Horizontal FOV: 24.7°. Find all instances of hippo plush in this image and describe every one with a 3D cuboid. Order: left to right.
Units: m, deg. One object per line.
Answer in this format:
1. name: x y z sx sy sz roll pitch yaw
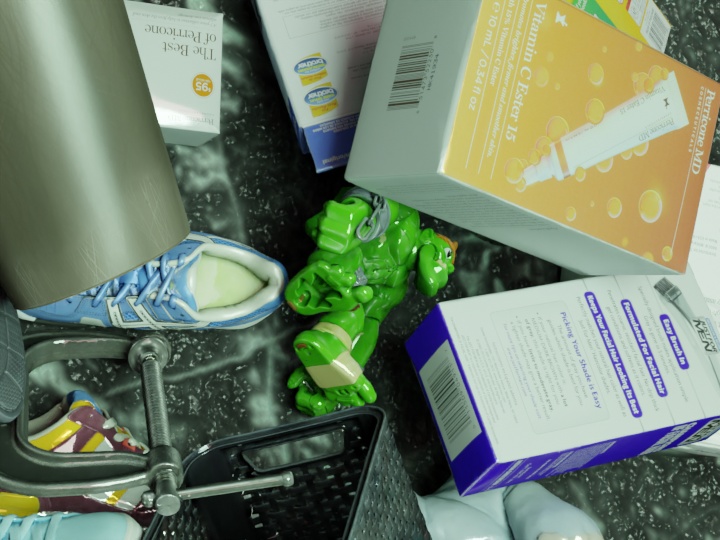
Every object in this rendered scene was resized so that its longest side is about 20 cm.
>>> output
1. hippo plush: 0.053 0.181 1.059 0.159 0.159 0.202 3 84 -24

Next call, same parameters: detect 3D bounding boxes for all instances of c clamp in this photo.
1. c clamp: -0.144 0.086 0.970 0.169 0.200 0.027 -7 120 -14

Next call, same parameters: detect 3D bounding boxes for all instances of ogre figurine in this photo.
1. ogre figurine: 0.000 0.000 1.058 0.120 0.097 0.201 -57 145 -36

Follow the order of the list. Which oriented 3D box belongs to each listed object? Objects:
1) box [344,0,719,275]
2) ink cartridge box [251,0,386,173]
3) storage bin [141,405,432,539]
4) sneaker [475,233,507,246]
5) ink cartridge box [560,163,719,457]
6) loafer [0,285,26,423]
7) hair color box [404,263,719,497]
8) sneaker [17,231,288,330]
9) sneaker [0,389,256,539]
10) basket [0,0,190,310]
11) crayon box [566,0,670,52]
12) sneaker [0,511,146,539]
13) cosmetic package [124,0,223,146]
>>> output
1. box: 0.106 -0.083 0.982 0.199 0.097 0.126 19 80 -34
2. ink cartridge box: -0.002 -0.154 1.076 0.118 0.042 0.202 -15 62 -7
3. storage bin: -0.045 0.173 0.912 0.134 0.200 0.095 -14 112 16
4. sneaker: 0.091 -0.115 1.153 0.089 0.078 0.202 -23 96 -29
5. ink cartridge box: 0.222 0.026 1.192 0.144 0.085 0.202 11 78 -22
6. loafer: -0.246 0.006 0.971 0.062 0.072 0.202 -22 65 10
7. hair color box: 0.139 0.067 1.050 0.198 0.065 0.110 -9 66 -26
8. sneaker: -0.138 0.000 1.038 0.198 0.077 0.077 0 86 -21
9. sneaker: -0.153 0.121 1.019 0.198 0.075 0.091 4 89 -24
10. basket: -0.186 -0.091 0.933 0.136 0.179 0.202 -35 107 -48
11. crayon box: 0.145 -0.137 1.140 0.119 0.058 0.201 45 47 -28
12. sneaker: -0.222 0.165 0.928 0.198 0.074 0.082 -17 128 11
13. cosmetic package: -0.188 -0.132 1.043 0.198 0.051 0.084 4 84 -24
